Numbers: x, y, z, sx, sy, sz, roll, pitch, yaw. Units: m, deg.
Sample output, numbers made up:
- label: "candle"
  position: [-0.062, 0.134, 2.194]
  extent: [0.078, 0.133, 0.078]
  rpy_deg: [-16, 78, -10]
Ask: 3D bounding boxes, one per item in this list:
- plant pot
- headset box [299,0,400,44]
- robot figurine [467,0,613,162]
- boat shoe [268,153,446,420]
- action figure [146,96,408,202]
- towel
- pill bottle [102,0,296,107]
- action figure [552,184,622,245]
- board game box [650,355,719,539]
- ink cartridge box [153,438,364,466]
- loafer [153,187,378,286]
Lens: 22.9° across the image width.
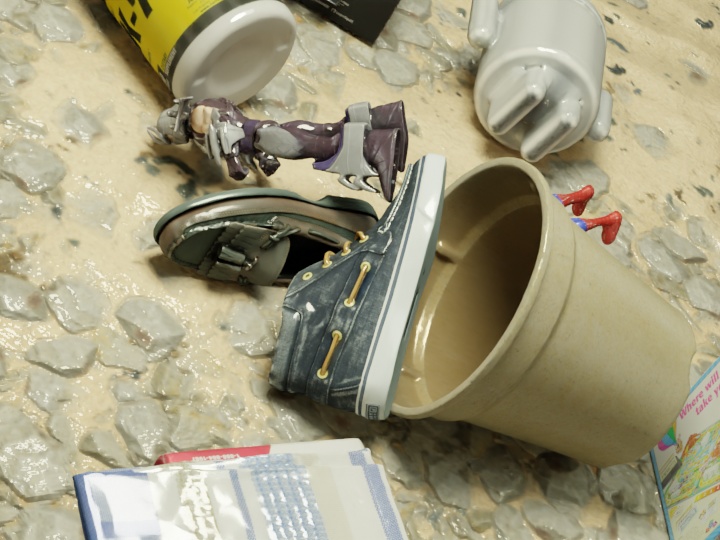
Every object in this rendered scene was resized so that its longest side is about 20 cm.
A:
- label: "plant pot"
  position: [0.136, 0.049, 1.293]
  extent: [0.183, 0.200, 0.202]
  rpy_deg: [29, 36, -26]
- label: "headset box"
  position: [-0.018, -0.306, 1.625]
  extent: [0.148, 0.077, 0.201]
  rpy_deg: [29, 39, -7]
- label: "robot figurine"
  position: [0.163, -0.184, 1.599]
  extent: [0.169, 0.113, 0.201]
  rpy_deg: [41, 35, -18]
- label: "boat shoe"
  position: [0.000, 0.000, 1.252]
  extent: [0.090, 0.071, 0.202]
  rpy_deg: [14, 69, 7]
- label: "action figure"
  position: [-0.067, -0.097, 1.331]
  extent: [0.198, 0.070, 0.130]
  rpy_deg: [6, 13, 10]
- label: "towel"
  position: [-0.057, 0.169, 1.000]
  extent: [0.198, 0.024, 0.148]
  rpy_deg: [0, 52, -28]
- label: "pill bottle"
  position: [-0.149, -0.233, 1.417]
  extent: [0.114, 0.115, 0.200]
  rpy_deg: [-15, 59, -45]
- label: "action figure"
  position: [0.126, -0.024, 1.457]
  extent: [0.199, 0.052, 0.066]
  rpy_deg: [-13, 52, -38]
- label: "board game box"
  position: [0.289, 0.118, 1.303]
  extent: [0.034, 0.201, 0.135]
  rpy_deg: [17, 41, -21]
- label: "ink cartridge box"
  position: [-0.040, 0.207, 1.057]
  extent: [0.146, 0.086, 0.201]
  rpy_deg: [1, 50, -33]
- label: "loafer"
  position: [-0.056, -0.018, 1.299]
  extent: [0.199, 0.072, 0.063]
  rpy_deg: [-2, 56, -41]
